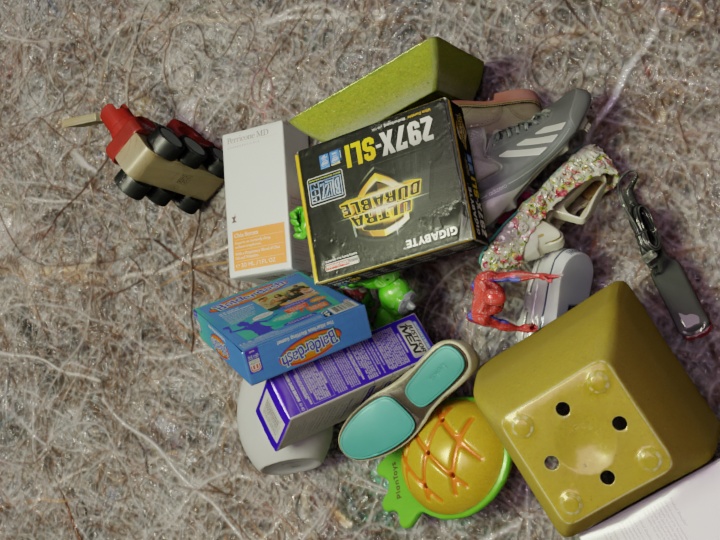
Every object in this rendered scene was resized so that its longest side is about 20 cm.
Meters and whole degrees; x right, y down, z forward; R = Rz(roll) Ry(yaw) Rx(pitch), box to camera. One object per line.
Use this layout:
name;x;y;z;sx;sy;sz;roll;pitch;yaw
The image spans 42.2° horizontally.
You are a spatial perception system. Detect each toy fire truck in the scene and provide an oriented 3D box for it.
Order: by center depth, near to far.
toy fire truck;-0.306;-0.178;1.307;0.129;0.176;0.200;-46;66;16

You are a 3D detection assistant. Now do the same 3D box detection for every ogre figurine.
ogre figurine;0.000;0.000;1.137;0.120;0.098;0.201;-22;83;54

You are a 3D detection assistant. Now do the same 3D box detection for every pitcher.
pitcher;-0.077;0.147;1.191;0.171;0.121;0.201;-15;65;14

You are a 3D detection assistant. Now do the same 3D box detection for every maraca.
maraca;0.095;0.226;1.092;0.200;0.107;0.138;-32;52;35

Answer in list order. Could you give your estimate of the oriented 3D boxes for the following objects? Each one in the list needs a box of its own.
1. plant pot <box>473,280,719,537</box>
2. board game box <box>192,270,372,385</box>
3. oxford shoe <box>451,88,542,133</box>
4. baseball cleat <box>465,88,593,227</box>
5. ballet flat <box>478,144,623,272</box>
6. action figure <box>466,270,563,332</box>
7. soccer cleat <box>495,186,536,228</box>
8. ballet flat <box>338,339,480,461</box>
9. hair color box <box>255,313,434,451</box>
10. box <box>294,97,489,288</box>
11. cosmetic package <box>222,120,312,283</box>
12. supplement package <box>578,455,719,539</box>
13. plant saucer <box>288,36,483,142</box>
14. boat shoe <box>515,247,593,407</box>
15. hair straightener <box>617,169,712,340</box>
plant pot;0.227;0.148;0.923;0.195;0.200;0.195;-35;84;17
board game box;-0.098;0.062;1.103;0.200;0.152;0.045;26;133;62
oxford shoe;0.128;-0.155;1.094;0.199;0.071;0.074;-17;60;-4
baseball cleat;0.172;-0.145;1.041;0.106;0.070;0.200;40;84;-13
ballet flat;0.218;-0.063;1.049;0.200;0.076;0.064;-47;59;-9
action figure;0.167;0.035;1.034;0.099;0.200;0.066;6;87;8
soccer cleat;0.132;-0.110;1.134;0.199;0.070;0.087;13;49;13
ballet flat;0.059;0.149;1.073;0.200;0.069;0.070;-41;68;20
hair color box;-0.018;0.131;1.098;0.065;0.199;0.109;61;154;21
box;0.031;-0.082;1.030;0.199;0.049;0.160;-15;75;28
cosmetic package;-0.123;-0.090;1.261;0.101;0.071;0.201;-10;79;26
supplement package;0.355;0.276;0.923;0.200;0.151;0.152;-36;69;20
plant saucer;0.045;-0.196;1.119;0.199;0.200;0.048;-26;83;23
boat shoe;0.214;0.070;1.076;0.065;0.073;0.201;22;99;54
hair straightener;0.327;-0.022;1.015;0.041;0.077;0.201;-22;73;20
